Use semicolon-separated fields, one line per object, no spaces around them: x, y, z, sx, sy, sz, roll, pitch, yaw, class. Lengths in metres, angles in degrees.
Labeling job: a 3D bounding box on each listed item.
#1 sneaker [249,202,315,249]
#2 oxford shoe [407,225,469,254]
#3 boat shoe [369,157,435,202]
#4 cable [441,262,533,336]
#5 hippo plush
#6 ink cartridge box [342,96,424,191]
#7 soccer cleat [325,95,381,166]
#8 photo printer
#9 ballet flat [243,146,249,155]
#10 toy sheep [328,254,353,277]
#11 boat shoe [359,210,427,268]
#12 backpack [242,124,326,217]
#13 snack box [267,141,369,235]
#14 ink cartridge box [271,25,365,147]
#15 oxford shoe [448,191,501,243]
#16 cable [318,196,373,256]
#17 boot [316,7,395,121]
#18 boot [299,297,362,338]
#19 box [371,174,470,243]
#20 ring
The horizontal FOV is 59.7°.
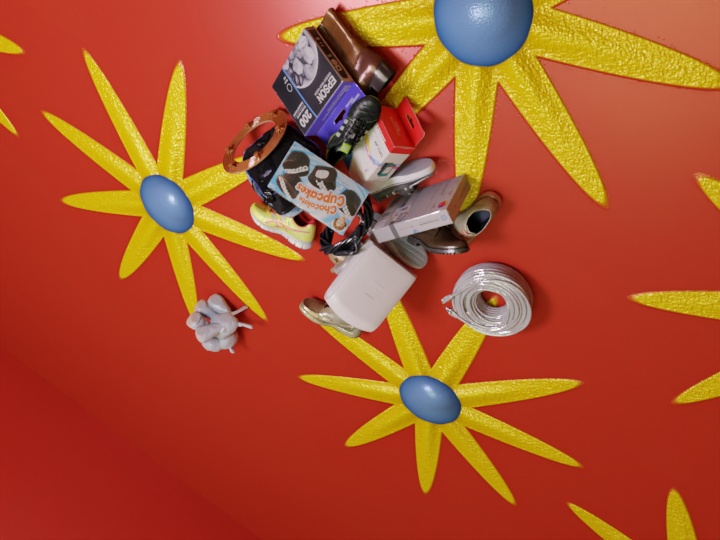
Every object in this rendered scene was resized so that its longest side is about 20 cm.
-0.203;-0.142;1.690;0.199;0.078;0.091;27;125;1;sneaker
0.179;-0.087;1.470;0.199;0.072;0.085;26;118;49;oxford shoe
0.100;-0.204;1.473;0.199;0.070;0.066;-16;123;37;boat shoe
0.328;0.075;1.555;0.199;0.069;0.200;38;132;-3;cable
-0.457;0.179;2.049;0.198;0.160;0.161;-13;149;-11;hippo plush
0.046;-0.283;1.406;0.200;0.067;0.117;-45;60;43;ink cartridge box
-0.016;-0.299;1.364;0.067;0.082;0.200;25;145;-19;soccer cleat
0.019;0.044;1.556;0.166;0.069;0.200;37;95;-22;photo printer
-0.225;-0.244;1.637;0.200;0.071;0.065;46;160;-6;ballet flat
0.000;0.000;1.644;0.199;0.139;0.138;34;134;-15;toy sheep
0.083;-0.078;1.587;0.200;0.074;0.067;42;161;-7;boat shoe
-0.180;-0.238;1.512;0.200;0.183;0.147;47;172;36;backpack
-0.093;-0.180;1.392;0.199;0.117;0.037;32;178;-9;snack box
-0.098;-0.398;1.402;0.201;0.043;0.198;53;141;4;ink cartridge box
0.247;-0.102;1.461;0.071;0.074;0.200;35;133;0;oxford shoe
-0.043;-0.114;1.561;0.050;0.165;0.199;19;169;-31;cable
-0.044;-0.438;1.379;0.200;0.069;0.188;43;142;0;boot
-0.069;0.096;1.789;0.198;0.072;0.155;25;133;4;boot
0.140;-0.142;1.436;0.199;0.156;0.041;-15;118;36;box
-0.258;-0.313;1.502;0.199;0.202;0.019;-10;140;34;ring
